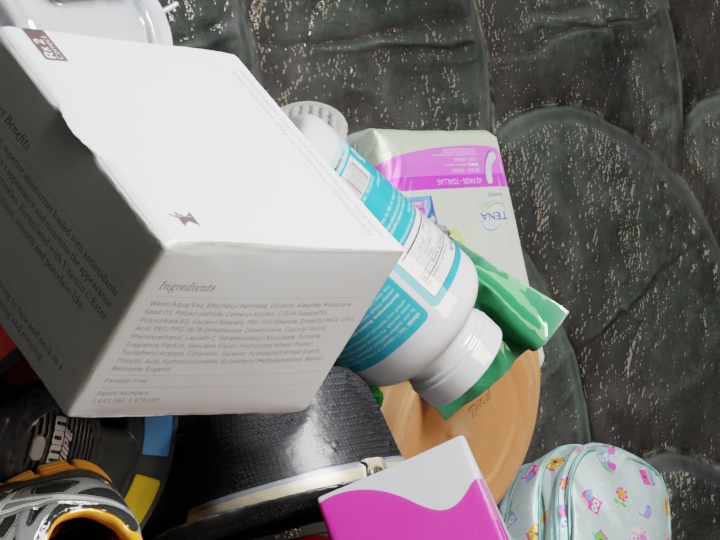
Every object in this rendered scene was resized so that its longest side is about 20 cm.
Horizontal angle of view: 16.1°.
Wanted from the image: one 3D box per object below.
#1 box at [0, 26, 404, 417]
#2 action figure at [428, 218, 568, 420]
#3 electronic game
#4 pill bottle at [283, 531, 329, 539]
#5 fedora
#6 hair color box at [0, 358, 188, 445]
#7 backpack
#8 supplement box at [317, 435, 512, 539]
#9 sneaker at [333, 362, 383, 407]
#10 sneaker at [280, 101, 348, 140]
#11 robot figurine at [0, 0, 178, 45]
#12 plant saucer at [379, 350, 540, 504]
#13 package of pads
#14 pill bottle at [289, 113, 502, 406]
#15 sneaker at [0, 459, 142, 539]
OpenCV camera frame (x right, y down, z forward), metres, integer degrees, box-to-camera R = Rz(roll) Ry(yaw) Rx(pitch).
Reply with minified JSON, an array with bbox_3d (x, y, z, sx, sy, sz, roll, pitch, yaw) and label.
[{"bbox_3d":[-0.120,-0.027,1.498,0.200,0.131,0.199,2,39,-47],"label":"box"},{"bbox_3d":[0.033,0.000,1.754,0.200,0.118,0.055,42,12,-20],"label":"action figure"},{"bbox_3d":[-0.191,0.106,1.544,0.200,0.042,0.201,-14,112,-40],"label":"electronic game"},{"bbox_3d":[-0.054,0.233,1.664,0.200,0.112,0.113,-4,79,-52],"label":"pill bottle"},{"bbox_3d":[-0.047,0.116,1.631,0.200,0.200,0.092,-5,76,-52],"label":"fedora"},{"bbox_3d":[-0.153,0.035,1.659,0.200,0.064,0.111,25,59,-43],"label":"hair color box"},{"bbox_3d":[0.166,0.233,1.934,0.167,0.126,0.201,27,52,-39],"label":"backpack"},{"bbox_3d":[0.058,0.207,1.574,0.200,0.103,0.101,66,2,-50],"label":"supplement box"},{"bbox_3d":[-0.022,0.070,1.778,0.074,0.083,0.201,92,7,-72],"label":"sneaker"},{"bbox_3d":[-0.095,-0.036,1.752,0.200,0.075,0.105,-25,140,-29],"label":"sneaker"},{"bbox_3d":[-0.197,-0.135,1.595,0.200,0.170,0.113,-11,63,-49],"label":"robot figurine"},{"bbox_3d":[0.068,0.112,1.860,0.200,0.032,0.201,-23,122,-44],"label":"plant saucer"},{"bbox_3d":[0.059,-0.007,1.942,0.154,0.068,0.201,-3,79,-51],"label":"package of pads"},{"bbox_3d":[0.000,0.000,1.666,0.200,0.111,0.111,43,45,-17],"label":"pill bottle"},{"bbox_3d":[-0.216,0.166,1.470,0.200,0.077,0.079,-22,120,-28],"label":"sneaker"}]
